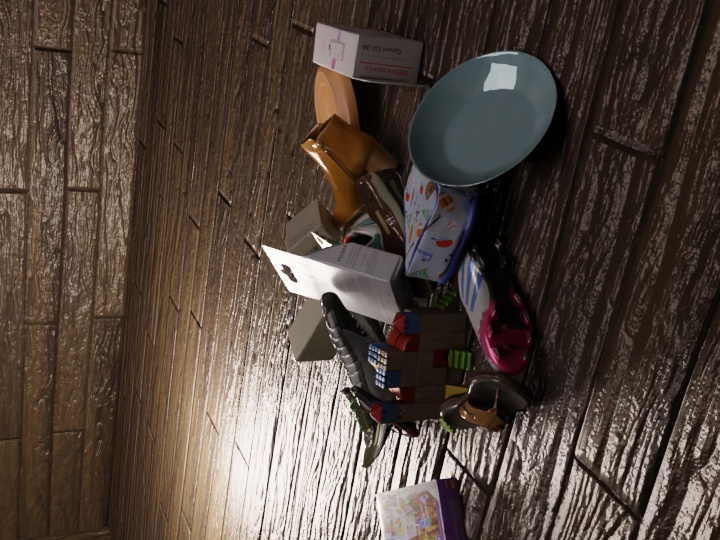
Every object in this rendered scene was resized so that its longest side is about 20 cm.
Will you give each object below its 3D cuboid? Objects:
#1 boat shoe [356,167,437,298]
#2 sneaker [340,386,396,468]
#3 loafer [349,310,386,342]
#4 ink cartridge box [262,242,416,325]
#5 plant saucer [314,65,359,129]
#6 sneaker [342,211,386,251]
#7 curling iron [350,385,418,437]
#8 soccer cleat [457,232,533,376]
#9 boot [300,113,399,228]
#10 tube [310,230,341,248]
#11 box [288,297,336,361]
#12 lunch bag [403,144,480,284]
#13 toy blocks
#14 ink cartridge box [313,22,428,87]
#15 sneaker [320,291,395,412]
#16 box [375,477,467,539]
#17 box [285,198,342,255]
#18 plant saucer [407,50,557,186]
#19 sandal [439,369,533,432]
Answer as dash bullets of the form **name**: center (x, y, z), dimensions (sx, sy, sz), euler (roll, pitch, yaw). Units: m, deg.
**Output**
- **boat shoe**: center (0.073, -0.061, 1.302), dimensions (0.203, 0.075, 0.075), euler (65, 154, -2)
- **sneaker**: center (0.011, 0.213, 1.390), dimensions (0.077, 0.088, 0.201), euler (-28, -51, -74)
- **loafer**: center (0.000, 0.073, 1.405), dimensions (0.075, 0.070, 0.201), euler (-5, 123, 33)
- **ink cartridge box**: center (-0.025, 0.008, 1.260), dimensions (0.057, 0.199, 0.163), euler (-62, -21, -19)
- **plant saucer**: center (-0.045, -0.269, 1.519), dimensions (0.200, 0.032, 0.202), euler (168, 90, -77)
- **sneaker**: center (0.004, -0.054, 1.413), dimensions (0.200, 0.093, 0.071), euler (30, 117, 60)
- **curling iron**: center (0.034, 0.209, 1.278), dimensions (0.049, 0.200, 0.026), euler (8, 70, 31)
- **soccer cleat**: center (0.169, 0.050, 1.123), dimensions (0.086, 0.069, 0.201), euler (118, 149, -57)
- **boot**: center (-0.040, -0.166, 1.438), dimensions (0.201, 0.144, 0.071), euler (-45, 15, 46)
- **tube**: center (0.000, 0.000, 1.325), dimensions (0.058, 0.200, 0.052), euler (-15, 58, 26)
- **box**: center (-0.057, 0.082, 1.539), dimensions (0.200, 0.082, 0.069), euler (-56, 43, 47)
- **lunch bag**: center (0.104, -0.089, 1.183), dimensions (0.201, 0.075, 0.161), euler (-86, 10, -46)
- **toy blocks**: center (0.073, 0.131, 1.229), dimensions (0.100, 0.136, 0.201), euler (22, 110, 62)
- **ink cartridge box**: center (0.018, -0.335, 1.356), dimensions (0.200, 0.116, 0.068), euler (40, 126, 56)
- **sneaker**: center (0.020, 0.103, 1.294), dimensions (0.075, 0.115, 0.201), euler (-115, 3, -68)
- **box**: center (0.091, 0.391, 1.307), dimensions (0.200, 0.039, 0.138), euler (-37, 57, 58)
- **box**: center (-0.080, -0.056, 1.510), dimensions (0.082, 0.068, 0.200), euler (-38, 16, 8)
- **plant saucer**: center (0.155, -0.181, 1.091), dimensions (0.200, 0.039, 0.202), euler (-18, 53, 25)
- **sandal**: center (0.154, 0.179, 1.118), dimensions (0.200, 0.081, 0.055), euler (-44, 22, 59)
